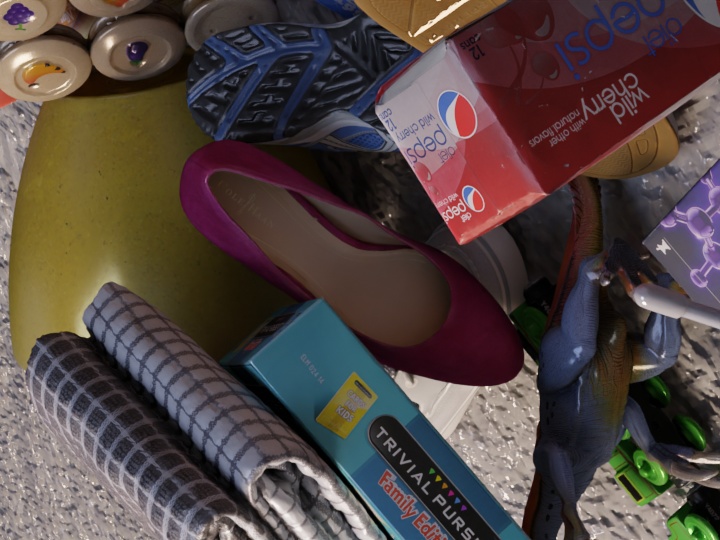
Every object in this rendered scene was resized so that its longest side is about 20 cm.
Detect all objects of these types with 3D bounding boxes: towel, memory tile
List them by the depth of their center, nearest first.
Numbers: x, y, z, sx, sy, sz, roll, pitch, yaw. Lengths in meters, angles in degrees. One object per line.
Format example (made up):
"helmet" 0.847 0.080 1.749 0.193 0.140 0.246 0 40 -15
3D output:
"towel" -0.063 0.118 0.991 0.165 0.086 0.200 37 166 44
"memory tile" -0.143 -0.135 1.000 0.153 0.199 0.017 79 176 -59

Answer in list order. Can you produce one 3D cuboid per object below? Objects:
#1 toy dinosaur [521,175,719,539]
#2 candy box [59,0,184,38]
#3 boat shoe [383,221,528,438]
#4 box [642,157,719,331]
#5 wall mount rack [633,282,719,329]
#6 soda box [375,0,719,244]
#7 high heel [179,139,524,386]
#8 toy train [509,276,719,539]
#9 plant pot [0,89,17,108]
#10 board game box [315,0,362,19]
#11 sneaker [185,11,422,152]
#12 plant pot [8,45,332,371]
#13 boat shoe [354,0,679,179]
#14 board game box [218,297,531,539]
"toy dinosaur" 0.117 0.066 0.999 0.182 0.105 0.200 -61 39 38
"candy box" -0.136 -0.205 1.133 0.116 0.055 0.200 49 145 11
"boat shoe" 0.030 0.046 1.123 0.072 0.068 0.200 49 144 13
"box" 0.232 0.014 0.844 0.200 0.079 0.141 49 148 9
"wall mount rack" 0.205 0.029 0.757 0.174 0.074 0.200 50 142 9
"soda box" 0.101 -0.091 0.806 0.070 0.200 0.063 57 147 -1
"high heel" 0.000 0.000 1.006 0.200 0.067 0.096 38 180 -7
"toy train" 0.145 0.088 1.046 0.200 0.042 0.056 52 156 7
"plant pot" -0.248 -0.203 1.080 0.200 0.200 0.178 37 130 26
"board game box" -0.050 -0.185 0.994 0.200 0.019 0.103 30 154 -5
"sneaker" 0.017 -0.096 1.012 0.199 0.077 0.076 3 91 23
"plant pot" -0.105 -0.041 1.121 0.200 0.200 0.143 11 118 46
"boat shoe" 0.074 -0.112 0.907 0.071 0.070 0.200 -23 136 34
"board game box" 0.020 0.104 0.984 0.200 0.047 0.151 50 171 -4
